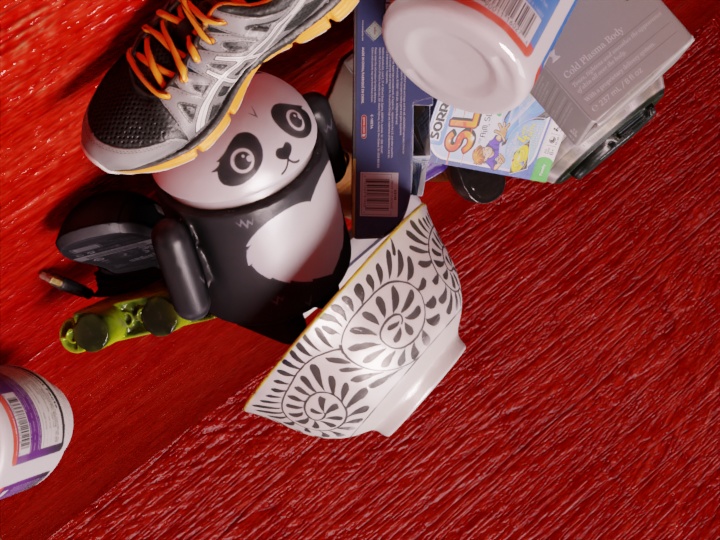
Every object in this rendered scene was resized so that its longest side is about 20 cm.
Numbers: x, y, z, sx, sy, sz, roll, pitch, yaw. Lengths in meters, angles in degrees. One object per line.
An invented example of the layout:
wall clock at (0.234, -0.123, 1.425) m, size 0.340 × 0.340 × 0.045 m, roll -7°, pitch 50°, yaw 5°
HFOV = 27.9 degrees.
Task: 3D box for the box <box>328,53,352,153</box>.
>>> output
box at (0.017, -0.153, 1.349) m, size 0.082 × 0.069 × 0.200 m, roll -39°, pitch 175°, yaw -16°

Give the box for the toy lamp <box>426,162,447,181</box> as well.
toy lamp at (0.097, -0.150, 1.288) m, size 0.200 × 0.058 × 0.058 m, roll -45°, pitch 174°, yaw 3°

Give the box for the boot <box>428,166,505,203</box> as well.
boot at (0.080, -0.169, 1.465) m, size 0.068 × 0.190 × 0.200 m, roll -26°, pitch -163°, yaw -7°

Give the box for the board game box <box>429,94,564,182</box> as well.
board game box at (0.130, -0.182, 1.230) m, size 0.134 × 0.034 × 0.202 m, roll 7°, pitch 114°, yaw -27°

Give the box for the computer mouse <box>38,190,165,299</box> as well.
computer mouse at (-0.195, -0.021, 1.109) m, size 0.139 × 0.047 × 0.200 m, roll -14°, pitch 168°, yaw 18°

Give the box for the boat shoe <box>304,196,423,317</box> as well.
boat shoe at (0.000, 0.000, 1.269) m, size 0.072 × 0.066 × 0.200 m, roll -28°, pitch -172°, yaw 42°

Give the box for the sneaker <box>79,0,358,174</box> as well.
sneaker at (-0.087, -0.136, 0.820) m, size 0.200 × 0.078 × 0.077 m, roll -44°, pitch 161°, yaw 3°

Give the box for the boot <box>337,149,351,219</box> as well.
boot at (-0.076, -0.069, 1.340) m, size 0.198 × 0.078 × 0.155 m, roll -5°, pitch 166°, yaw 23°

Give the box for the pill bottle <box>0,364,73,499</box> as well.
pill bottle at (-0.314, 0.138, 1.227) m, size 0.111 × 0.112 × 0.200 m, roll -40°, pitch 174°, yaw 6°

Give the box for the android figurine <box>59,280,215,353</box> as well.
android figurine at (-0.157, 0.029, 1.209) m, size 0.180 × 0.042 × 0.200 m, roll -14°, pitch -176°, yaw 15°

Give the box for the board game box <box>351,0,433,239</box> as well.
board game box at (0.024, -0.134, 1.128) m, size 0.061 × 0.203 × 0.200 m, roll 1°, pitch -172°, yaw 1°

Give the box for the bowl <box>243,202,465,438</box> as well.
bowl at (0.014, 0.057, 1.054) m, size 0.201 × 0.094 × 0.201 m, roll -48°, pitch 178°, yaw -3°

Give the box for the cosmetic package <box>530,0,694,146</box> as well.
cosmetic package at (0.144, -0.207, 1.098) m, size 0.107 × 0.200 × 0.090 m, roll -41°, pitch 177°, yaw -6°

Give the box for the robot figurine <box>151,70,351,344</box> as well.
robot figurine at (-0.073, -0.043, 1.016) m, size 0.123 × 0.201 × 0.151 m, roll -10°, pitch -141°, yaw 6°

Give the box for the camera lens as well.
camera lens at (0.197, -0.203, 1.476) m, size 0.160 × 0.201 × 0.160 m, roll -39°, pitch 174°, yaw -5°

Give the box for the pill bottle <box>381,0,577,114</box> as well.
pill bottle at (0.104, -0.217, 0.992) m, size 0.201 × 0.112 × 0.112 m, roll -60°, pitch -177°, yaw -23°
